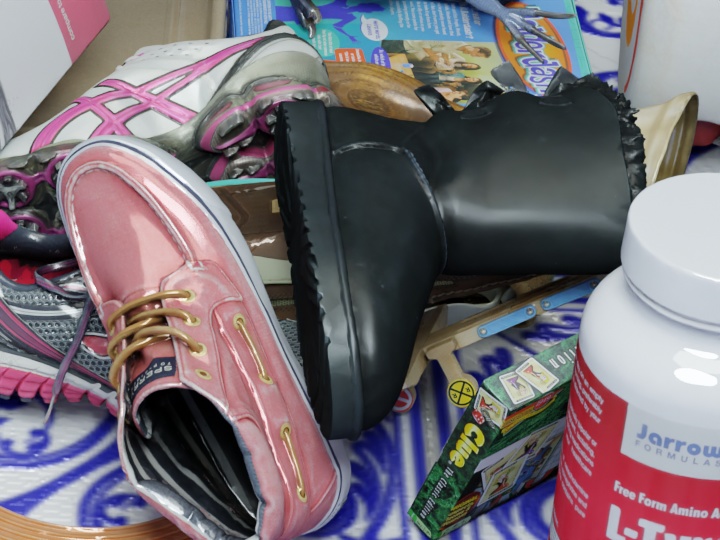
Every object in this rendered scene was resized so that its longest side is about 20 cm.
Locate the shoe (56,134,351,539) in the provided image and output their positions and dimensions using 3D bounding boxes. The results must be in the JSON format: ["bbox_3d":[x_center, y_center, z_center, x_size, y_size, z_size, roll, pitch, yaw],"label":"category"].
[{"bbox_3d":[-0.079,0.031,1.289,0.201,0.071,0.091,59,20,5],"label":"shoe"}]

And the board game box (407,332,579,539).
[{"bbox_3d":[0.115,0.052,1.380,0.200,0.105,0.023,-25,62,-36],"label":"board game box"}]

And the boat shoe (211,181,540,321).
[{"bbox_3d":[0.007,-0.004,1.427,0.201,0.075,0.075,-1,37,9],"label":"boat shoe"}]

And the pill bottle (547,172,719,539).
[{"bbox_3d":[0.143,0.065,1.278,0.112,0.201,0.112,4,33,-2],"label":"pill bottle"}]

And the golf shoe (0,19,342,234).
[{"bbox_3d":[-0.111,-0.070,1.533,0.199,0.073,0.092,-16,46,-9],"label":"golf shoe"}]

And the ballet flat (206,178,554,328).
[{"bbox_3d":[0.000,0.000,1.491,0.199,0.068,0.073,6,53,-6],"label":"ballet flat"}]

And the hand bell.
[{"bbox_3d":[0.064,-0.071,1.544,0.199,0.104,0.104,19,36,12],"label":"hand bell"}]

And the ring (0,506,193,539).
[{"bbox_3d":[-0.124,0.083,1.375,0.199,0.019,0.201,3,33,-2],"label":"ring"}]

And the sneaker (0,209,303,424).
[{"bbox_3d":[-0.100,0.028,1.377,0.199,0.075,0.081,11,34,7],"label":"sneaker"}]

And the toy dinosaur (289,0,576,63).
[{"bbox_3d":[0.043,-0.202,1.627,0.181,0.105,0.200,-26,48,-15],"label":"toy dinosaur"}]

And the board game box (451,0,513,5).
[{"bbox_3d":[0.016,-0.196,1.750,0.199,0.035,0.135,11,20,22],"label":"board game box"}]

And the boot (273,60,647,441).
[{"bbox_3d":[0.050,-0.011,1.321,0.162,0.074,0.199,-1,45,-8],"label":"boot"}]

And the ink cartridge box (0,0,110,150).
[{"bbox_3d":[-0.241,-0.101,1.515,0.146,0.083,0.200,0,37,30],"label":"ink cartridge box"}]

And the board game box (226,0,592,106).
[{"bbox_3d":[0.027,-0.103,1.651,0.199,0.045,0.152,2,33,-5],"label":"board game box"}]

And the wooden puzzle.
[{"bbox_3d":[-0.174,-0.111,1.643,0.199,0.037,0.185,-1,35,1],"label":"wooden puzzle"}]

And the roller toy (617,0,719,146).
[{"bbox_3d":[0.218,-0.151,1.630,0.139,0.200,0.183,7,44,0],"label":"roller toy"}]

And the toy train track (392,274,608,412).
[{"bbox_3d":[0.065,0.035,1.394,0.199,0.033,0.115,-24,12,18],"label":"toy train track"}]
